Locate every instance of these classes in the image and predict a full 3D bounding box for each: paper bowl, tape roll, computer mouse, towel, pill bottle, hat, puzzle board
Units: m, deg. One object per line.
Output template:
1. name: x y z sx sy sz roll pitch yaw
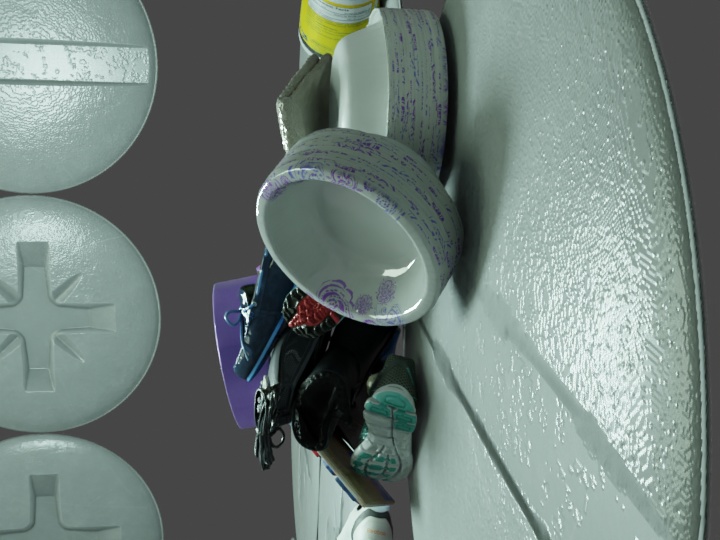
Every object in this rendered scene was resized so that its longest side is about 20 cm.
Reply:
1. paper bowl: 0.023 -0.176 1.090 0.201 0.103 0.204 180 90 -83
2. tape roll: -0.149 0.111 1.394 0.200 0.065 0.203 -12 -90 -90
3. computer mouse: -0.089 0.120 1.201 0.201 0.052 0.140 -62 -14 -46
4. paper bowl: 0.006 -0.050 0.992 0.105 0.199 0.202 -55 -15 -37
5. towel: -0.056 -0.159 1.154 0.200 0.034 0.134 -68 -28 -63
6. pill bottle: -0.025 -0.391 1.434 0.201 0.111 0.114 107 161 -62
7. hat: -0.023 0.165 1.406 0.201 0.081 0.201 47 178 2
8. puzzle board: -0.041 0.222 1.290 0.200 0.017 0.151 48 -177 19

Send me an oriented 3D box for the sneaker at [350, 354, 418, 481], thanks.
1. sneaker: 0.037 0.177 1.213 0.201 0.077 0.092 105 180 -48

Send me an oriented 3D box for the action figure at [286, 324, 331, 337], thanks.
1. action figure: -0.029 0.056 1.439 0.102 0.199 0.120 -23 -91 -60

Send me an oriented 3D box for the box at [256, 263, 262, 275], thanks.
1. box: -0.045 -0.038 1.331 0.039 0.199 0.137 54 177 -11

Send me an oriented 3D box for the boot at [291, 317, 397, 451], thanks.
1. boot: -0.012 0.101 1.207 0.168 0.076 0.202 -54 -13 -73

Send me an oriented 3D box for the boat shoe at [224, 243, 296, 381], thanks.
1. boat shoe: -0.114 0.033 1.228 0.084 0.068 0.202 -55 -11 -81

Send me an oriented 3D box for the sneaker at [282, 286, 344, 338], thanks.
1. sneaker: 0.000 0.000 1.156 0.080 0.199 0.096 58 -149 -13

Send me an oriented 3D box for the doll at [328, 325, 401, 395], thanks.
1. doll: 0.006 0.072 1.327 0.136 0.048 0.203 -24 74 42

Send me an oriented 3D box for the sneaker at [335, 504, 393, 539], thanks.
1. sneaker: 0.009 0.360 1.387 0.200 0.073 0.081 127 153 -67
